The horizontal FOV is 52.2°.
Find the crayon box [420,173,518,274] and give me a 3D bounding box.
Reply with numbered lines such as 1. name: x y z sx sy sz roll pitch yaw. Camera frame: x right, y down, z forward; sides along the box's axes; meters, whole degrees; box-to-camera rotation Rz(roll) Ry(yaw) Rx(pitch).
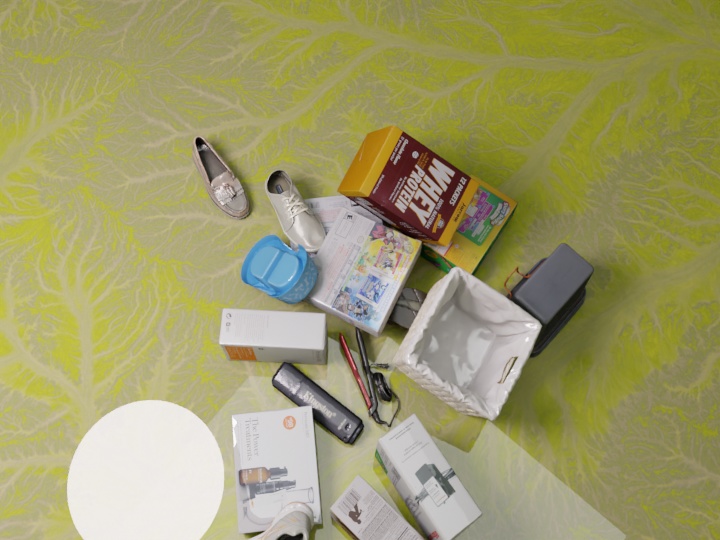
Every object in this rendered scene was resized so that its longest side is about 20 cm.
1. crayon box: 0.224 -0.086 1.516 0.117 0.059 0.202 33 70 12

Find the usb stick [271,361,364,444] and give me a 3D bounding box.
1. usb stick: -0.081 0.248 1.381 0.198 0.033 0.056 36 71 13

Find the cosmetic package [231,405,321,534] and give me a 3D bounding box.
1. cosmetic package: -0.149 0.353 1.312 0.146 0.052 0.206 -5 75 -6

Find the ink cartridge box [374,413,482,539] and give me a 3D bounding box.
1. ink cartridge box: 0.113 0.369 1.273 0.082 0.147 0.202 -30 71 -15

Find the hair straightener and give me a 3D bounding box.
1. hair straightener: 0.026 0.199 1.399 0.075 0.041 0.204 -20 68 -9

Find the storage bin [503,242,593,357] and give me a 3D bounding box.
1. storage bin: 0.354 0.040 1.424 0.145 0.135 0.200 42 71 16

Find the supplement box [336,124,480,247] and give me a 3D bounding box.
1. supplement box: 0.086 -0.159 1.408 0.197 0.197 0.135 30 88 -15

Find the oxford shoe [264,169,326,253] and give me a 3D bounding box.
1. oxford shoe: -0.135 -0.122 1.477 0.074 0.058 0.202 -28 71 -15

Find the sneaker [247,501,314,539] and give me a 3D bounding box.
1. sneaker: -0.156 0.479 1.221 0.075 0.092 0.201 40 93 -8

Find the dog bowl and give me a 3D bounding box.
1. dog bowl: -0.155 0.001 1.422 0.198 0.049 0.113 21 76 50

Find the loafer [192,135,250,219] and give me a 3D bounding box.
1. loafer: -0.301 -0.198 1.550 0.071 0.063 0.202 -32 71 -13

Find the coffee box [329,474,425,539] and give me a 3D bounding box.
1. coffee box: 0.043 0.454 1.252 0.199 0.114 0.080 41 72 14

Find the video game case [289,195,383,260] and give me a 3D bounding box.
1. video game case: -0.047 -0.062 1.507 0.194 0.046 0.186 -6 66 -4

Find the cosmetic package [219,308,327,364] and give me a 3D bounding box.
1. cosmetic package: -0.162 0.127 1.395 0.194 0.102 0.073 2 66 1

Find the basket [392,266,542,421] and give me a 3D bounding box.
1. basket: 0.183 0.136 1.333 0.198 0.161 0.201 33 75 -5

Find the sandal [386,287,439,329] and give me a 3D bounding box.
1. sandal: 0.059 0.079 1.446 0.194 0.055 0.084 -1 76 7

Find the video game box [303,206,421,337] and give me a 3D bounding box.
1. video game box: 0.000 0.000 1.426 0.179 0.047 0.203 24 71 16
